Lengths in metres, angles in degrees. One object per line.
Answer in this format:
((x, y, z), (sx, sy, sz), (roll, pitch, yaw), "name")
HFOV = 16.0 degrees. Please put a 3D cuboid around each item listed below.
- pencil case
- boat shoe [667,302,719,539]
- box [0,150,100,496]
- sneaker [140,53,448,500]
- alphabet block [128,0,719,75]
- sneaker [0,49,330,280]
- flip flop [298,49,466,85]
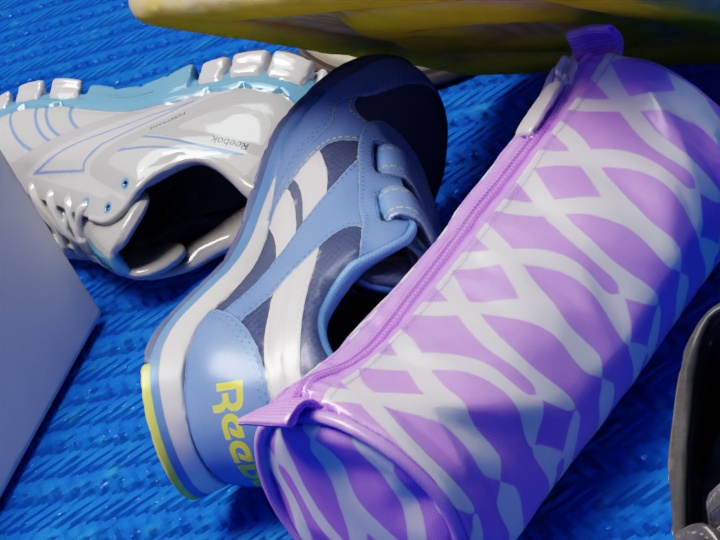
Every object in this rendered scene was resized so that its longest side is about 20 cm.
((0.047, 0.011, 0.780), (0.084, 0.086, 0.200), (-2, 38, 41), "pencil case")
((0.106, 0.072, 0.631), (0.070, 0.067, 0.200), (-19, 27, 19), "boat shoe")
((-0.198, 0.051, 0.942), (0.124, 0.098, 0.200), (-15, 29, 26), "box")
((0.000, 0.000, 0.869), (0.082, 0.074, 0.201), (-6, 40, 31), "sneaker")
((0.053, -0.178, 0.879), (0.194, 0.202, 0.196), (-1, -3, 44), "alphabet block")
((-0.100, -0.030, 1.023), (0.199, 0.075, 0.087), (-13, 36, 31), "sneaker")
((0.058, -0.121, 1.036), (0.199, 0.058, 0.081), (-7, 34, 38), "flip flop")
